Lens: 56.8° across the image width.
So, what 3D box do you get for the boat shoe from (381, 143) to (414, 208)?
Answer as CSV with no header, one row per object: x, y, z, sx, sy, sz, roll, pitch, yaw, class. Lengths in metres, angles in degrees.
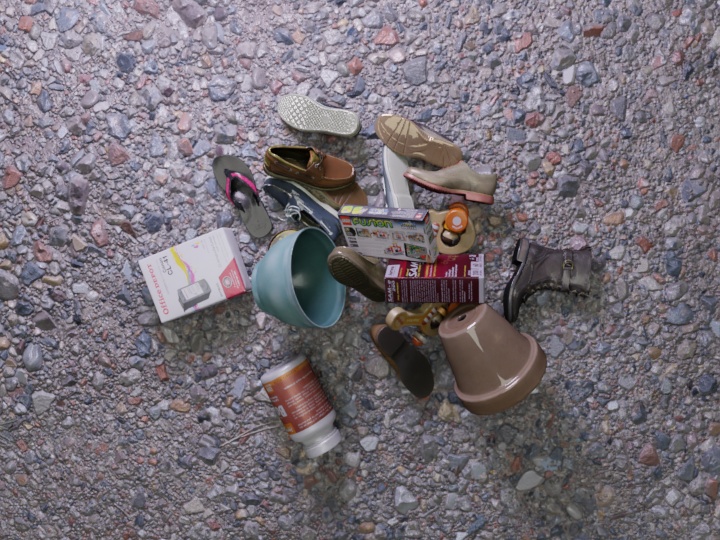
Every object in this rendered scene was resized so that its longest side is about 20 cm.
0.066,-0.179,1.409,0.061,0.072,0.203,-27,65,43,boat shoe

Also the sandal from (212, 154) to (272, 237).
-0.254,-0.165,1.441,0.074,0.045,0.202,-30,91,3,sandal

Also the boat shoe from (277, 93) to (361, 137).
-0.086,-0.325,1.421,0.197,0.062,0.076,17,98,17,boat shoe

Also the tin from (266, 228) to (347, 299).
-0.113,-0.006,1.449,0.200,0.042,0.112,42,97,0,tin

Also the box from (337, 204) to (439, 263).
0.056,-0.076,1.365,0.198,0.035,0.111,7,134,30,box

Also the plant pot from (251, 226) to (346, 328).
-0.136,0.024,1.352,0.133,0.200,0.203,-11,93,28,plant pot

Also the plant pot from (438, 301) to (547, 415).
0.249,0.158,1.343,0.199,0.200,0.175,-35,108,3,plant pot

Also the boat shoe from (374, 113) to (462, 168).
0.123,-0.275,1.413,0.198,0.065,0.073,21,110,-1,boat shoe

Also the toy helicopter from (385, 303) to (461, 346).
0.122,0.105,1.387,0.079,0.198,0.134,40,117,39,toy helicopter

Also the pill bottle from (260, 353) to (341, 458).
-0.122,0.291,1.425,0.111,0.112,0.202,-28,91,3,pill bottle

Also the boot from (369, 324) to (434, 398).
0.090,0.191,1.442,0.073,0.075,0.201,-41,109,-14,boot

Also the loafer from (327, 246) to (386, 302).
0.000,0.000,1.391,0.075,0.200,0.068,-16,54,28,loafer

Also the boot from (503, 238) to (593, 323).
0.402,0.031,1.415,0.172,0.069,0.203,13,91,2,boot

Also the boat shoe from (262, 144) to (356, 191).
-0.100,-0.213,1.366,0.197,0.068,0.073,3,68,-14,boat shoe

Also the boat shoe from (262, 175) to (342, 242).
-0.128,-0.128,1.423,0.199,0.075,0.062,34,63,-7,boat shoe

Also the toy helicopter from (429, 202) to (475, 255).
0.147,-0.063,1.424,0.197,0.079,0.134,-8,106,12,toy helicopter

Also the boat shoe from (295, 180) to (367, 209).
-0.076,-0.180,1.433,0.198,0.063,0.074,31,67,-2,boat shoe

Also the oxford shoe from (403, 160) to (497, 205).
0.188,-0.194,1.388,0.197,0.070,0.076,14,95,-6,oxford shoe

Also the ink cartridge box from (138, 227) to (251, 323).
-0.351,0.010,1.434,0.198,0.086,0.149,-21,92,2,ink cartridge box

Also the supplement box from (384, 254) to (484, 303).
0.153,0.016,1.356,0.197,0.109,0.062,-1,116,10,supplement box
